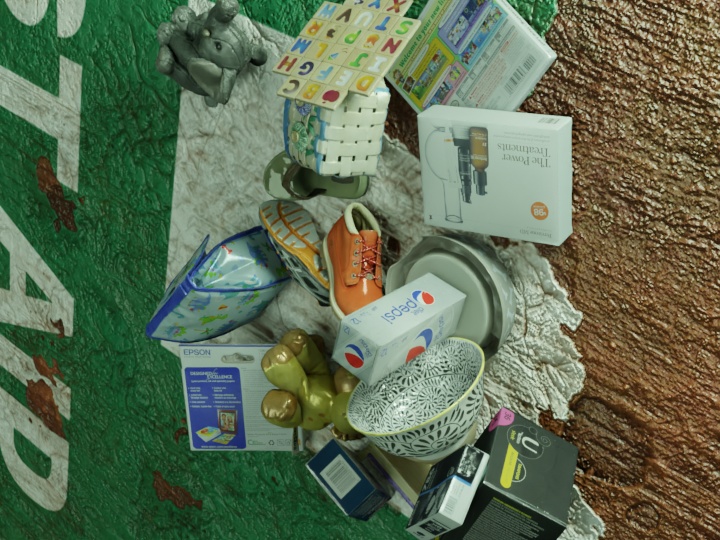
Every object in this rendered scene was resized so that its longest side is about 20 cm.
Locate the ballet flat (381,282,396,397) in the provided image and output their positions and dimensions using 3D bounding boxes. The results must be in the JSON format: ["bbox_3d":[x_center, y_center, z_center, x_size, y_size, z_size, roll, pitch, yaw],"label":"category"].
[{"bbox_3d":[0.034,0.111,1.554,0.069,0.068,0.203,-43,41,42],"label":"ballet flat"}]

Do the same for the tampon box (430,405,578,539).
[{"bbox_3d":[0.188,0.320,1.439,0.125,0.151,0.202,27,127,-1],"label":"tampon box"}]

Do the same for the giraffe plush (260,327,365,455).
[{"bbox_3d":[-0.044,0.194,1.624,0.159,0.172,0.204,2,112,29],"label":"giraffe plush"}]

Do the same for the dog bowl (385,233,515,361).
[{"bbox_3d":[0.128,0.042,1.471,0.198,0.058,0.204,16,116,37],"label":"dog bowl"}]

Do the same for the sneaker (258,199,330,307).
[{"bbox_3d":[-0.093,-0.025,1.630,0.201,0.078,0.078,50,140,16],"label":"sneaker"}]

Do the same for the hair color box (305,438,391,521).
[{"bbox_3d":[-0.015,0.322,1.619,0.060,0.200,0.100,-41,73,-4],"label":"hair color box"}]

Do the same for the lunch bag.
[{"bbox_3d":[-0.233,0.030,1.686,0.128,0.199,0.170,54,133,10],"label":"lunch bag"}]

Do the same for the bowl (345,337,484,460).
[{"bbox_3d":[0.088,0.186,1.407,0.198,0.201,0.095,-5,120,42],"label":"bowl"}]

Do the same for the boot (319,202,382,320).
[{"bbox_3d":[0.000,0.000,1.513,0.108,0.074,0.202,-56,42,42],"label":"boot"}]

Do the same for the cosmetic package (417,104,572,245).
[{"bbox_3d":[0.171,-0.123,1.356,0.197,0.052,0.153,11,121,32],"label":"cosmetic package"}]

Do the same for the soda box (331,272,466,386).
[{"bbox_3d":[0.053,0.072,1.371,0.068,0.199,0.064,32,124,25],"label":"soda box"}]

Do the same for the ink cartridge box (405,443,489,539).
[{"bbox_3d":[0.108,0.300,1.411,0.039,0.101,0.200,27,154,-1],"label":"ink cartridge box"}]

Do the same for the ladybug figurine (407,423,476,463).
[{"bbox_3d":[0.094,0.210,1.530,0.199,0.136,0.072,29,168,48],"label":"ladybug figurine"}]

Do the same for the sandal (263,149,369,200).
[{"bbox_3d":[-0.075,-0.140,1.580,0.198,0.057,0.081,3,108,41],"label":"sandal"}]

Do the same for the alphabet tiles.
[{"bbox_3d":[-0.020,-0.293,1.396,0.164,0.201,0.006,20,156,33],"label":"alphabet tiles"}]

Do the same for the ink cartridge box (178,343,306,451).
[{"bbox_3d":[-0.191,0.202,1.746,0.193,0.047,0.204,0,112,5],"label":"ink cartridge box"}]

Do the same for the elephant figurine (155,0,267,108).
[{"bbox_3d":[-0.208,-0.318,1.570,0.198,0.154,0.144,17,95,45],"label":"elephant figurine"}]

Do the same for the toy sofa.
[{"bbox_3d":[0.085,0.331,1.601,0.200,0.082,0.098,48,130,17],"label":"toy sofa"}]

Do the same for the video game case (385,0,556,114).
[{"bbox_3d":[0.136,-0.265,1.373,0.183,0.022,0.201,50,132,15],"label":"video game case"}]

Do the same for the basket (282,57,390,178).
[{"bbox_3d":[-0.042,-0.229,1.475,0.201,0.136,0.179,-124,38,-58],"label":"basket"}]
